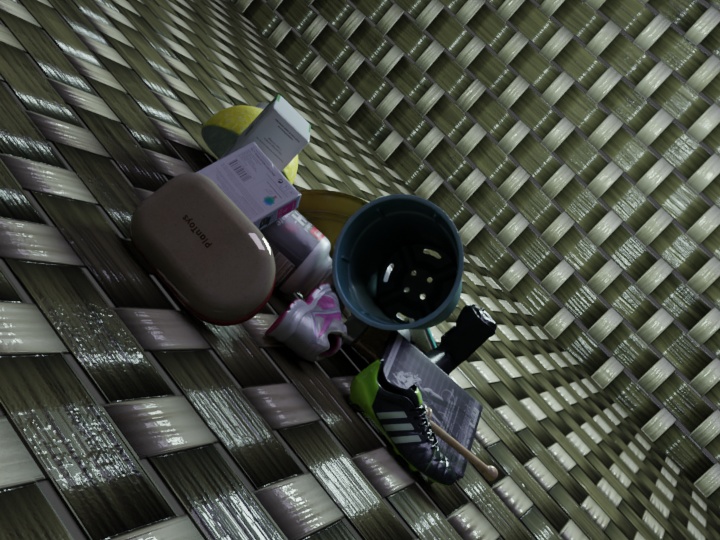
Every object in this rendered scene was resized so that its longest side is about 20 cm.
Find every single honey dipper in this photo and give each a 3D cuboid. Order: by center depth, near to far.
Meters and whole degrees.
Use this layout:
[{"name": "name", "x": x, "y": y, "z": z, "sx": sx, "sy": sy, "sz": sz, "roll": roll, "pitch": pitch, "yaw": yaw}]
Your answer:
[{"name": "honey dipper", "x": 0.133, "y": 0.251, "z": 1.266, "sx": 0.199, "sy": 0.038, "sz": 0.038, "roll": 40, "pitch": 13, "yaw": -16}]

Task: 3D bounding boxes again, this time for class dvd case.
[{"name": "dvd case", "x": 0.099, "y": 0.203, "z": 1.309, "sx": 0.200, "sy": 0.016, "sz": 0.149, "roll": 42, "pitch": 42, "yaw": -12}]

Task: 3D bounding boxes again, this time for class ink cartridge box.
[{"name": "ink cartridge box", "x": -0.199, "y": -0.096, "z": 1.244, "sx": 0.120, "sy": 0.199, "sz": 0.042, "roll": 48, "pitch": -30, "yaw": 17}, {"name": "ink cartridge box", "x": -0.179, "y": -0.186, "z": 1.434, "sx": 0.083, "sy": 0.200, "sz": 0.147, "roll": 42, "pitch": 14, "yaw": -15}]

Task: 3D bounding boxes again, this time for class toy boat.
[{"name": "toy boat", "x": -0.195, "y": -0.016, "z": 1.090, "sx": 0.200, "sy": 0.130, "sz": 0.131, "roll": 47, "pitch": -15, "yaw": 14}]

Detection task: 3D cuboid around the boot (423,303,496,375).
[{"name": "boot", "x": 0.158, "y": 0.135, "z": 1.504, "sx": 0.076, "sy": 0.168, "sz": 0.200, "roll": 45, "pitch": 14, "yaw": 11}]

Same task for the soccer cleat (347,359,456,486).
[{"name": "soccer cleat", "x": 0.069, "y": 0.212, "z": 1.188, "sx": 0.200, "sy": 0.081, "sz": 0.067, "roll": 46, "pitch": 13, "yaw": 8}]

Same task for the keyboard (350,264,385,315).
[{"name": "keyboard", "x": 0.000, "y": 0.000, "z": 1.438, "sx": 0.039, "sy": 0.104, "sz": 0.202, "roll": 26, "pitch": -37, "yaw": 28}]

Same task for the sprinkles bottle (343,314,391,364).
[{"name": "sprinkles bottle", "x": 0.054, "y": 0.145, "z": 1.385, "sx": 0.200, "sy": 0.068, "sz": 0.068, "roll": 44, "pitch": 13, "yaw": -1}]

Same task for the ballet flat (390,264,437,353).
[{"name": "ballet flat", "x": 0.093, "y": 0.082, "z": 1.691, "sx": 0.067, "sy": 0.062, "sz": 0.203, "roll": -70, "pitch": 139, "yaw": -81}]

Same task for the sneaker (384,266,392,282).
[{"name": "sneaker", "x": 0.002, "y": -0.042, "z": 1.561, "sx": 0.202, "sy": 0.072, "sz": 0.072, "roll": 67, "pitch": -22, "yaw": 15}]

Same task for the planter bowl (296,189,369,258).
[{"name": "planter bowl", "x": -0.063, "y": -0.055, "z": 1.448, "sx": 0.200, "sy": 0.198, "sz": 0.085, "roll": 29, "pitch": 58, "yaw": -47}]

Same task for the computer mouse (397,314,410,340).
[{"name": "computer mouse", "x": 0.044, "y": 0.086, "z": 1.571, "sx": 0.138, "sy": 0.053, "sz": 0.201, "roll": 38, "pitch": 14, "yaw": -27}]

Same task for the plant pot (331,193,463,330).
[{"name": "plant pot", "x": 0.075, "y": 0.005, "z": 1.337, "sx": 0.200, "sy": 0.200, "sz": 0.196, "roll": 47, "pitch": 2, "yaw": 17}]

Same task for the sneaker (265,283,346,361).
[{"name": "sneaker", "x": -0.061, "y": 0.084, "z": 1.228, "sx": 0.088, "sy": 0.081, "sz": 0.200, "roll": 45, "pitch": 21, "yaw": 5}]

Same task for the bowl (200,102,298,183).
[{"name": "bowl", "x": -0.188, "y": -0.248, "z": 1.608, "sx": 0.198, "sy": 0.108, "sz": 0.201, "roll": 30, "pitch": -17, "yaw": 10}]

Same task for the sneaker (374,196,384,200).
[{"name": "sneaker", "x": 0.048, "y": -0.039, "z": 1.720, "sx": 0.071, "sy": 0.203, "sz": 0.115, "roll": 2, "pitch": 32, "yaw": 4}]

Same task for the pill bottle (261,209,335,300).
[{"name": "pill bottle", "x": -0.117, "y": -0.035, "z": 1.339, "sx": 0.200, "sy": 0.111, "sz": 0.111, "roll": 42, "pitch": 13, "yaw": -4}]
